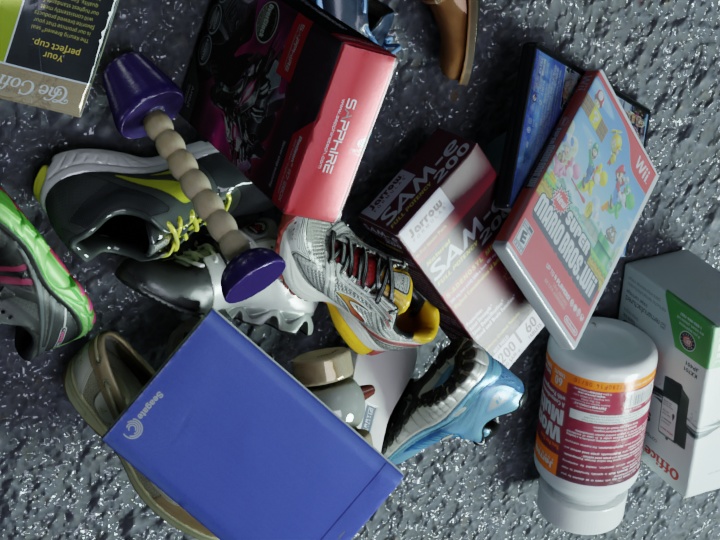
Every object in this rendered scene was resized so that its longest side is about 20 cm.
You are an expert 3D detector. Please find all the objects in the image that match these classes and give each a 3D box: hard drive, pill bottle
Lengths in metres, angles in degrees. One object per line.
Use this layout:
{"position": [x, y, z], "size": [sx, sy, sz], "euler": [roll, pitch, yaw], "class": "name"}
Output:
{"position": [-0.083, 0.144, 1.071], "size": [0.200, 0.025, 0.132], "euler": [41, 92, -7], "class": "hard drive"}
{"position": [0.231, 0.157, 1.378], "size": [0.109, 0.110, 0.202], "euler": [-11, 120, -25], "class": "pill bottle"}

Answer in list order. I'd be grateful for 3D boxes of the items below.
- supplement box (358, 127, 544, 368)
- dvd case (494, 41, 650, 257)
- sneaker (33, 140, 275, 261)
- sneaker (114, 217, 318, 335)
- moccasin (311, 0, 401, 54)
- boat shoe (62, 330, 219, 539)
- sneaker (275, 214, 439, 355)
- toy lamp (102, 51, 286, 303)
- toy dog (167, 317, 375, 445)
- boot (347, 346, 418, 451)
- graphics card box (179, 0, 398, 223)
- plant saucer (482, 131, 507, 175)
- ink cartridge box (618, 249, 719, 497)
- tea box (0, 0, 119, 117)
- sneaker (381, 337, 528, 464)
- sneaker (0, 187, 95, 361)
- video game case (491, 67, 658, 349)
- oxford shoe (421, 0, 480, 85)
{"position": [0.095, -0.013, 1.194], "size": [0.109, 0.061, 0.200], "euler": [-48, 128, -12], "class": "supplement box"}
{"position": [0.192, -0.102, 1.216], "size": [0.199, 0.017, 0.144], "euler": [17, 81, -47], "class": "dvd case"}
{"position": [-0.146, -0.044, 1.051], "size": [0.198, 0.085, 0.075], "euler": [-6, 142, -22], "class": "sneaker"}
{"position": [-0.108, -0.006, 1.116], "size": [0.199, 0.074, 0.089], "euler": [10, 103, -46], "class": "sneaker"}
{"position": [-0.003, -0.192, 1.064], "size": [0.067, 0.081, 0.202], "euler": [-14, 124, -10], "class": "moccasin"}
{"position": [-0.154, 0.135, 1.105], "size": [0.201, 0.063, 0.073], "euler": [51, 47, -3], "class": "boat shoe"}
{"position": [0.000, 0.000, 1.125], "size": [0.200, 0.081, 0.079], "euler": [44, 52, -45], "class": "sneaker"}
{"position": [-0.125, -0.072, 0.997], "size": [0.058, 0.201, 0.058], "euler": [-30, 165, -9], "class": "toy lamp"}
{"position": [-0.067, 0.114, 1.163], "size": [0.096, 0.198, 0.133], "euler": [-12, 113, -63], "class": "toy dog"}
{"position": [-0.016, 0.117, 1.240], "size": [0.073, 0.090, 0.202], "euler": [33, 68, -35], "class": "boot"}
{"position": [-0.059, -0.133, 0.989], "size": [0.050, 0.200, 0.127], "euler": [8, 112, -34], "class": "graphics card box"}
{"position": [0.164, -0.043, 1.283], "size": [0.198, 0.027, 0.202], "euler": [-15, 122, -24], "class": "plant saucer"}
{"position": [0.327, 0.103, 1.382], "size": [0.082, 0.147, 0.202], "euler": [-12, 120, -24], "class": "ink cartridge box"}
{"position": [-0.255, -0.226, 0.864], "size": [0.198, 0.134, 0.198], "euler": [12, 108, -34], "class": "tea box"}
{"position": [0.079, 0.137, 1.238], "size": [0.089, 0.079, 0.200], "euler": [26, 146, -16], "class": "sneaker"}
{"position": [-0.272, -0.004, 1.012], "size": [0.084, 0.077, 0.201], "euler": [-40, 128, -11], "class": "sneaker"}
{"position": [0.191, -0.053, 1.194], "size": [0.143, 0.017, 0.201], "euler": [51, 58, -38], "class": "video game case"}
{"position": [0.063, -0.242, 1.101], "size": [0.070, 0.072, 0.202], "euler": [-4, 123, 4], "class": "oxford shoe"}
